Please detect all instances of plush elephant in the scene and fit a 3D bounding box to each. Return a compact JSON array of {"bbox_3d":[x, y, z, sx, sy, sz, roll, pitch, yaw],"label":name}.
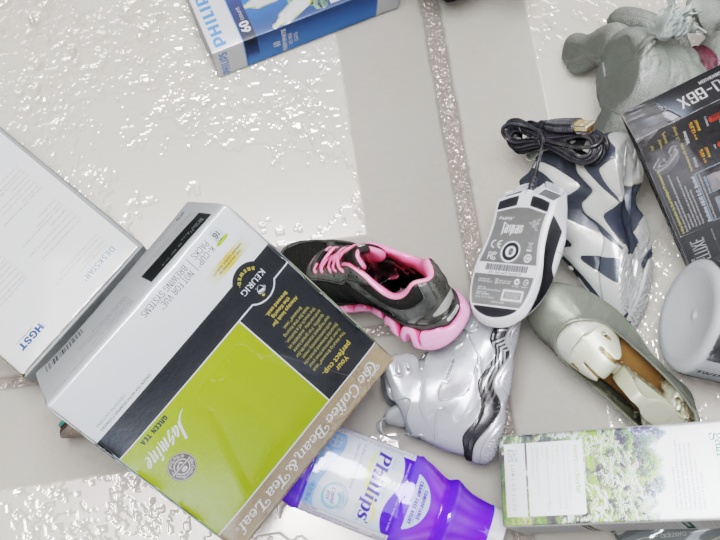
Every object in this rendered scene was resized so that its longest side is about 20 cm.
[{"bbox_3d":[0.302,-0.180,0.907,0.155,0.200,0.165,5,69,-19],"label":"plush elephant"}]

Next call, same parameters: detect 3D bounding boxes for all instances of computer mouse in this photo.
[{"bbox_3d":[0.149,-0.040,0.844,0.110,0.044,0.200,8,75,43],"label":"computer mouse"}]

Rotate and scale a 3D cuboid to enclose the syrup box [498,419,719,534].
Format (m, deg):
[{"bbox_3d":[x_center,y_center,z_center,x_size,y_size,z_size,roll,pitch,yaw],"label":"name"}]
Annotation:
[{"bbox_3d":[0.223,0.177,0.813,0.200,0.081,0.079,-8,68,20],"label":"syrup box"}]

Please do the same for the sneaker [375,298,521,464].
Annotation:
[{"bbox_3d":[0.080,0.069,0.876,0.115,0.075,0.200,10,79,-1],"label":"sneaker"}]

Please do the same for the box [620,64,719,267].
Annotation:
[{"bbox_3d":[0.340,-0.087,0.849,0.158,0.200,0.050,-26,35,14],"label":"box"}]

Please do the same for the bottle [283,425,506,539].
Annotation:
[{"bbox_3d":[0.029,0.199,0.850,0.200,0.065,0.084,21,78,3],"label":"bottle"}]

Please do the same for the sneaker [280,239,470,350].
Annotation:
[{"bbox_3d":[0.000,0.000,0.854,0.200,0.095,0.079,15,64,32],"label":"sneaker"}]

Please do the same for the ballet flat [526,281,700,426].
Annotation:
[{"bbox_3d":[0.228,0.085,0.853,0.200,0.064,0.067,40,110,-13],"label":"ballet flat"}]

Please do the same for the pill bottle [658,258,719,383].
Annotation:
[{"bbox_3d":[0.382,0.061,0.863,0.200,0.106,0.106,14,77,-10],"label":"pill bottle"}]

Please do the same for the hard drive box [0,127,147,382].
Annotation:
[{"bbox_3d":[-0.317,-0.018,0.885,0.200,0.077,0.156,39,79,8],"label":"hard drive box"}]

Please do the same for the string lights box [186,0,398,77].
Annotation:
[{"bbox_3d":[-0.071,-0.282,0.962,0.200,0.059,0.103,-23,80,-7],"label":"string lights box"}]

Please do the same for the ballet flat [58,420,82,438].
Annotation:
[{"bbox_3d":[-0.178,0.098,0.869,0.200,0.068,0.067,-42,89,-8],"label":"ballet flat"}]

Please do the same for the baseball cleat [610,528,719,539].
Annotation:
[{"bbox_3d":[0.314,0.193,0.858,0.200,0.070,0.106,-26,79,-8],"label":"baseball cleat"}]

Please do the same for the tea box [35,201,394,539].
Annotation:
[{"bbox_3d":[-0.120,0.080,0.793,0.197,0.134,0.200,44,78,-19],"label":"tea box"}]

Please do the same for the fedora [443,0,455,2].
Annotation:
[{"bbox_3d":[0.078,-0.336,0.948,0.092,0.201,0.201,-39,79,23],"label":"fedora"}]

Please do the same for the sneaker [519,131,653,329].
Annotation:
[{"bbox_3d":[0.198,-0.031,0.910,0.079,0.130,0.199,-33,119,-43],"label":"sneaker"}]
